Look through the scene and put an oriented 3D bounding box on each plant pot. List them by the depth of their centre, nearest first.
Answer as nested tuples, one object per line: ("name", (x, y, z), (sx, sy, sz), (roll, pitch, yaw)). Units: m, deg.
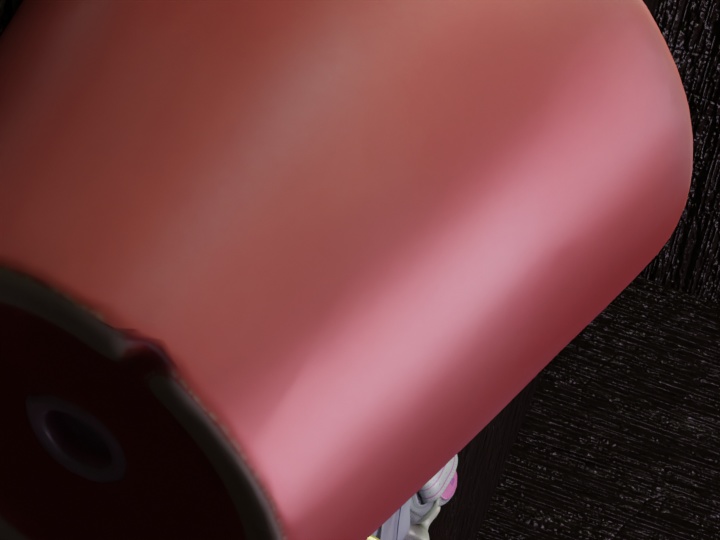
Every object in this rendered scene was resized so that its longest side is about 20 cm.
("plant pot", (-0.033, -0.009, 0.664), (0.178, 0.200, 0.201), (-52, 162, -34))

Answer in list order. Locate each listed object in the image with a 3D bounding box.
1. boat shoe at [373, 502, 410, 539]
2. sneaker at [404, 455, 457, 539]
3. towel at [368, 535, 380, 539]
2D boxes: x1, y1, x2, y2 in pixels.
("boat shoe", (-0.007, 0.144, 1.493), (0.065, 0.073, 0.200), (-53, 155, -24))
("sneaker", (0.026, 0.115, 1.586), (0.200, 0.088, 0.082), (96, 16, -55))
("towel", (-0.085, 0.146, 0.796), (0.023, 0.143, 0.201), (-30, -151, 61))
